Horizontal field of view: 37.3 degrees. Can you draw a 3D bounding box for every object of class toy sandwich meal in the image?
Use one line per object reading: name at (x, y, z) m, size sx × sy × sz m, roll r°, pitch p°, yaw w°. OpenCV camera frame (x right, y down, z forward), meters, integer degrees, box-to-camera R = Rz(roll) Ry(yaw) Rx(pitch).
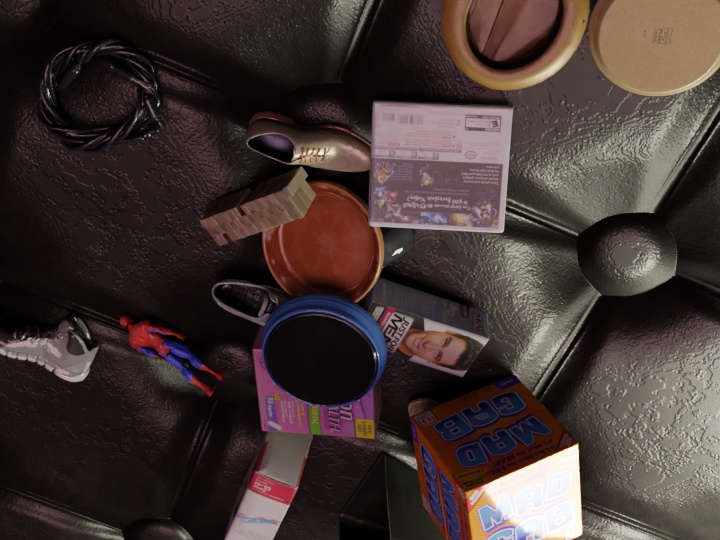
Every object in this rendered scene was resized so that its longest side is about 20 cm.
toy sandwich meal at (0.395, -0.323, 1.384) m, size 0.203 × 0.070 × 0.206 m, roll 7°, pitch 128°, yaw 8°

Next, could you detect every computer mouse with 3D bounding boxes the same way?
computer mouse at (0.000, 0.000, 1.675) m, size 0.198 × 0.046 × 0.141 m, roll -14°, pitch 119°, yaw 18°

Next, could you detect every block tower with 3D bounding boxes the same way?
block tower at (-0.155, -0.093, 1.603) m, size 0.199 × 0.054 × 0.058 m, roll -18°, pitch 121°, yaw 39°

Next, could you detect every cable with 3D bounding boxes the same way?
cable at (-0.393, -0.255, 1.567) m, size 0.198 × 0.051 × 0.164 m, roll -6°, pitch 122°, yaw 14°

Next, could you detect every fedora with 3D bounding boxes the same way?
fedora at (0.199, -0.339, 1.393) m, size 0.199 × 0.082 × 0.202 m, roll 3°, pitch 119°, yaw 5°

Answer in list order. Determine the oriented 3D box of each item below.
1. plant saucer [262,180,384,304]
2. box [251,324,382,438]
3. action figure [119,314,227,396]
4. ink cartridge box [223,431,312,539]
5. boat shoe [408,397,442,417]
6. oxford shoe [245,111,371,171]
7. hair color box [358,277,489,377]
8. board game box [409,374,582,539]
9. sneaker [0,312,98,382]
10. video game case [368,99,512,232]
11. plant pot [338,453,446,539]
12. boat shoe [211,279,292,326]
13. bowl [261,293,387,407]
plant saucer at (-0.056, -0.040, 1.635) m, size 0.199 × 0.032 × 0.202 m, roll 7°, pitch 110°, yaw 21°
box at (-0.068, 0.177, 1.776) m, size 0.198 × 0.097 × 0.177 m, roll 3°, pitch 124°, yaw 7°
action figure at (-0.325, 0.135, 1.820) m, size 0.199 × 0.052 × 0.066 m, roll 33°, pitch 117°, yaw -7°
ink cartridge box at (-0.165, 0.387, 1.902) m, size 0.085 × 0.148 × 0.201 m, roll 23°, pitch 124°, yaw -6°
boat shoe at (0.141, 0.305, 1.845) m, size 0.072 × 0.065 × 0.201 m, roll -18°, pitch 119°, yaw 20°
oxford shoe at (-0.072, -0.172, 1.554) m, size 0.198 × 0.074 × 0.071 m, roll 11°, pitch 124°, yaw 2°
hair color box at (0.093, 0.091, 1.692) m, size 0.199 × 0.061 × 0.099 m, roll 18°, pitch 131°, yaw -13°
board game box at (0.219, 0.331, 1.725) m, size 0.198 × 0.200 × 0.201 m, roll -20°, pitch 124°, yaw -15°
sneaker at (-0.540, 0.105, 1.829) m, size 0.199 × 0.075 × 0.116 m, roll 26°, pitch 120°, yaw -21°
video game case at (0.113, -0.149, 1.535) m, size 0.198 × 0.023 × 0.183 m, roll 3°, pitch 107°, yaw 3°
plant pot at (0.081, 0.484, 1.909) m, size 0.176 × 0.200 × 0.201 m, roll 20°, pitch 125°, yaw -17°
boat shoe at (-0.146, 0.061, 1.700) m, size 0.199 × 0.071 × 0.071 m, roll 16°, pitch 89°, yaw 12°
bowl at (-0.059, 0.130, 1.662) m, size 0.199 × 0.039 × 0.202 m, roll 4°, pitch 122°, yaw 7°
